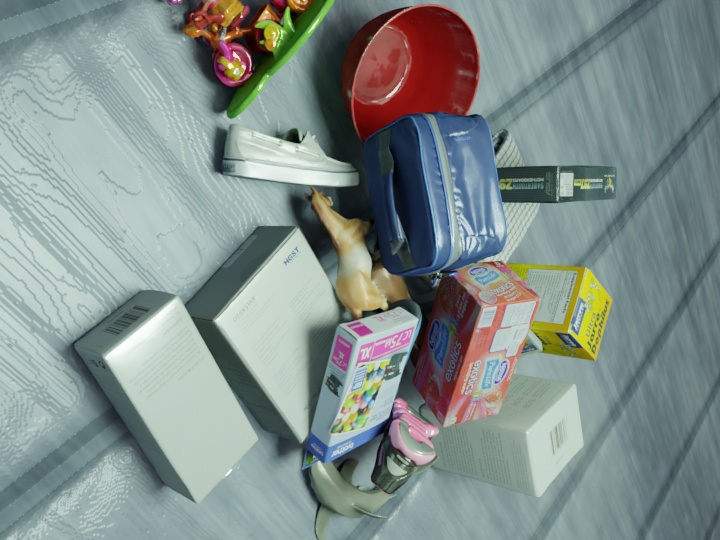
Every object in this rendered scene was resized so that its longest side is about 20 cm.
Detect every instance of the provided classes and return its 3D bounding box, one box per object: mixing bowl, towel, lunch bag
[{"bbox_3d":[0.047,-0.254,0.919,0.196,0.108,0.204,-18,127,-25],"label":"mixing bowl"},{"bbox_3d":[0.202,-0.102,1.132,0.201,0.084,0.167,-54,129,-31],"label":"towel"},{"bbox_3d":[0.081,-0.083,0.851,0.129,0.135,0.206,-8,86,-29],"label":"lunch bag"}]

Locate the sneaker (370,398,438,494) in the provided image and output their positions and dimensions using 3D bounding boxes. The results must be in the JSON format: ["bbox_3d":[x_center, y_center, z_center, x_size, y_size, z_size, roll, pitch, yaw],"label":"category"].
[{"bbox_3d":[0.051,0.238,0.940,0.097,0.078,0.200,-58,172,6],"label":"sneaker"}]

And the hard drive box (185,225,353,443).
[{"bbox_3d":[-0.095,0.074,0.839,0.156,0.076,0.202,-49,126,-32],"label":"hard drive box"}]

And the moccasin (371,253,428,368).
[{"bbox_3d":[0.051,0.073,0.994,0.077,0.073,0.204,-40,126,-19],"label":"moccasin"}]

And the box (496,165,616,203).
[{"bbox_3d":[0.258,-0.124,1.013,0.197,0.155,0.053,-8,100,-48],"label":"box"}]

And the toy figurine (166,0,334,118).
[{"bbox_3d":[-0.147,-0.302,0.751,0.183,0.150,0.201,38,90,-25],"label":"toy figurine"}]

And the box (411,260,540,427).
[{"bbox_3d":[0.152,0.098,0.950,0.100,0.095,0.204,-6,125,-26],"label":"box"}]

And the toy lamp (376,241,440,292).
[{"bbox_3d":[0.100,0.011,1.051,0.199,0.057,0.059,42,65,-39],"label":"toy lamp"}]

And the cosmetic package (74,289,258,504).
[{"bbox_3d":[-0.199,0.132,0.740,0.101,0.073,0.204,-41,122,-35],"label":"cosmetic package"}]

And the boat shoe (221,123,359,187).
[{"bbox_3d":[-0.075,-0.138,0.847,0.197,0.072,0.067,-1,98,-47],"label":"boat shoe"}]

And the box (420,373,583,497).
[{"bbox_3d":[0.218,0.242,1.087,0.151,0.197,0.109,-27,110,-41],"label":"box"}]

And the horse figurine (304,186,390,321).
[{"bbox_3d":[0.000,0.000,0.874,0.131,0.049,0.205,13,64,-55],"label":"horse figurine"}]

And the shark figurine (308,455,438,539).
[{"bbox_3d":[0.018,0.312,0.967,0.211,0.088,0.132,8,89,-44],"label":"shark figurine"}]

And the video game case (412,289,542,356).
[{"bbox_3d":[0.173,0.086,1.074,0.200,0.141,0.018,43,41,-38],"label":"video game case"}]

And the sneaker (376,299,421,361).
[{"bbox_3d":[0.029,0.130,0.947,0.078,0.066,0.203,21,103,-46],"label":"sneaker"}]

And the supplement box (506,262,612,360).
[{"bbox_3d":[0.288,0.063,1.147,0.109,0.197,0.111,37,68,-39],"label":"supplement box"}]

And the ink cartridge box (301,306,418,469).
[{"bbox_3d":[-0.001,0.150,0.846,0.118,0.042,0.204,-13,127,-49],"label":"ink cartridge box"}]
